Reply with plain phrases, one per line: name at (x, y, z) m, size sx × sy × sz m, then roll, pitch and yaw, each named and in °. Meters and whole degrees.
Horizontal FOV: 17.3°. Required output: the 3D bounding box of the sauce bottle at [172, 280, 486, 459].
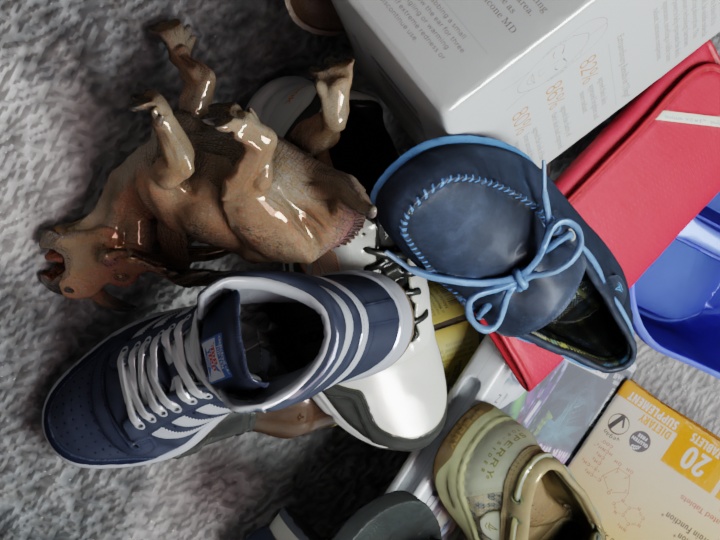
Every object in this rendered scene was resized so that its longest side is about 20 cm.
sauce bottle at (-0.019, 0.050, 1.252) m, size 0.199 × 0.065 × 0.065 m, roll -16°, pitch 122°, yaw -29°

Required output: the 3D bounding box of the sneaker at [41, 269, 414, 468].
sneaker at (-0.081, 0.047, 1.126) m, size 0.199 × 0.071 × 0.108 m, roll -20°, pitch 176°, yaw 18°

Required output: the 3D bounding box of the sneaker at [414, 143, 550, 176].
sneaker at (0.077, -0.098, 1.240) m, size 0.086 × 0.078 × 0.201 m, roll 21°, pitch 96°, yaw -32°

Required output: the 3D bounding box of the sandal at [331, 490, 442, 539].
sandal at (0.032, 0.170, 1.244) m, size 0.076 × 0.048 × 0.201 m, roll -54°, pitch 152°, yaw -8°

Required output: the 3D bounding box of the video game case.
video game case at (0.075, 0.111, 1.335) m, size 0.182 × 0.023 × 0.200 m, roll -57°, pitch 156°, yaw 4°

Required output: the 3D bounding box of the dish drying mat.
dish drying mat at (0.136, -0.031, 1.246) m, size 0.200 × 0.018 × 0.077 m, roll -46°, pitch 120°, yaw -20°

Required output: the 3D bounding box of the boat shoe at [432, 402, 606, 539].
boat shoe at (0.098, 0.148, 1.280) m, size 0.073 × 0.063 × 0.200 m, roll -52°, pitch 142°, yaw -14°

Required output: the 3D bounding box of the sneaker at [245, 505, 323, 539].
sneaker at (-0.020, 0.217, 1.345) m, size 0.082 × 0.070 × 0.200 m, roll -40°, pitch 126°, yaw -4°

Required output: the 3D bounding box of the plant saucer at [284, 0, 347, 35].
plant saucer at (0.036, -0.193, 1.134) m, size 0.200 × 0.032 × 0.200 m, roll -36°, pitch 161°, yaw -14°

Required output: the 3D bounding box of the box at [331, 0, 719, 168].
box at (0.095, -0.145, 1.142) m, size 0.200 × 0.107 × 0.152 m, roll -37°, pitch 161°, yaw -4°

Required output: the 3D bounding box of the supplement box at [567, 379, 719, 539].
supplement box at (0.157, 0.184, 1.401) m, size 0.201 × 0.126 × 0.074 m, roll -56°, pitch 162°, yaw -3°

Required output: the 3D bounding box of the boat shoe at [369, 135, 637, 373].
boat shoe at (0.083, -0.006, 1.123) m, size 0.084 × 0.069 × 0.200 m, roll -43°, pitch 144°, yaw 20°

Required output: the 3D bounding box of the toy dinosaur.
toy dinosaur at (-0.057, -0.032, 1.119) m, size 0.086 × 0.199 × 0.136 m, roll -43°, pitch 135°, yaw -44°

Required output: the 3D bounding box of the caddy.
caddy at (0.212, -0.015, 1.365) m, size 0.199 × 0.105 × 0.142 m, roll 22°, pitch 100°, yaw -43°

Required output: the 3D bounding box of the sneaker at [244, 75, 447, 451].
sneaker at (0.000, 0.000, 1.183) m, size 0.073 × 0.080 × 0.201 m, roll -28°, pitch 105°, yaw -29°
